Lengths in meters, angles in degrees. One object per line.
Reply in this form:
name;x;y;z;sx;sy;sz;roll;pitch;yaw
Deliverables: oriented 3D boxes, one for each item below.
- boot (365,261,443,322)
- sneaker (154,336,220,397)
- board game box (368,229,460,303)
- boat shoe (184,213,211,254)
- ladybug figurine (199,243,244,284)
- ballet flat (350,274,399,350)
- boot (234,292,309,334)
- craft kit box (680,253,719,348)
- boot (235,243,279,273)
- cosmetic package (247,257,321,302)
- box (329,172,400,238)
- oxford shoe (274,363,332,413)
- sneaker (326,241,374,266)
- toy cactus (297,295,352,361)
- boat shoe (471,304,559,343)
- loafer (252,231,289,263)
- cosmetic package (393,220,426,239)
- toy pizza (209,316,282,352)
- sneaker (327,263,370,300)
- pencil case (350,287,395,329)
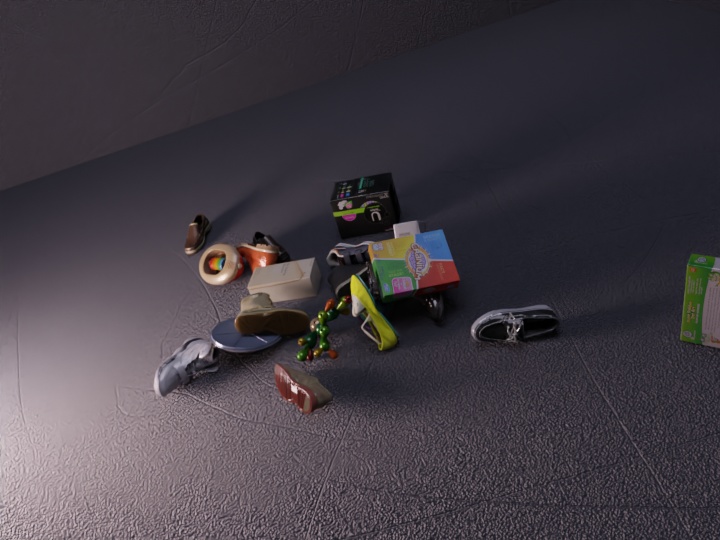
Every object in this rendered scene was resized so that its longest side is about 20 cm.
boot;0.107;0.055;1.485;0.171;0.070;0.202;-8;55;-16
sneaker;-0.448;0.252;1.535;0.113;0.076;0.201;-1;35;28
board game box;0.132;-0.013;1.465;0.196;0.041;0.155;-12;63;-9
boat shoe;-0.611;-0.140;2.151;0.073;0.076;0.204;-12;35;9
ladybug figurine;-0.440;-0.016;1.881;0.198;0.072;0.138;10;79;41
ballet flat;0.019;0.108;1.435;0.067;0.202;0.067;-34;2;-15
boot;-0.240;0.115;1.611;0.196;0.074;0.156;-3;20;-5
craft kit box;0.735;0.075;1.128;0.195;0.202;0.049;11;43;34
boot;-0.339;-0.033;1.865;0.074;0.109;0.198;4;4;-44
cosmetic package;-0.224;0.033;1.739;0.196;0.074;0.104;-10;35;13
box;0.017;-0.210;1.894;0.196;0.150;0.125;-9;36;14
oxford shoe;-0.140;0.277;1.389;0.074;0.072;0.199;-7;23;-35
sneaker;-0.016;-0.036;1.735;0.198;0.079;0.079;0;32;42
toy cactus;-0.092;0.148;1.499;0.202;0.101;0.165;-62;13;-6
boat shoe;0.355;0.132;1.336;0.195;0.075;0.068;-7;20;0
loafer;-0.306;-0.076;1.926;0.073;0.072;0.199;-36;38;-25
cosmetic package;0.146;-0.084;1.627;0.073;0.104;0.200;-8;4;14
toy pizza;-0.308;0.178;1.584;0.196;0.032;0.201;1;21;-1
sneaker;0.000;0.000;1.676;0.198;0.076;0.106;-27;37;-10
pencil case;0.059;0.060;1.560;0.092;0.085;0.200;-24;20;50
